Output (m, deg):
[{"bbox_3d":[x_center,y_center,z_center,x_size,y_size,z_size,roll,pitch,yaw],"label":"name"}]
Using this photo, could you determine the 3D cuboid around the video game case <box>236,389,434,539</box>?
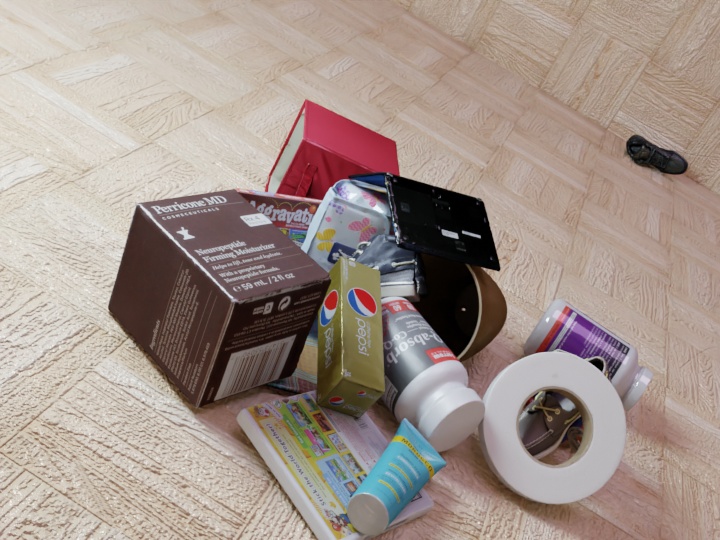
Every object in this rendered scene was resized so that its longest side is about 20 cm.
[{"bbox_3d":[-0.028,0.229,1.175,0.181,0.023,0.200,-7,50,-49],"label":"video game case"}]

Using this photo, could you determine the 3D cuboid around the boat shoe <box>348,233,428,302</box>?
[{"bbox_3d":[0.000,0.000,1.427,0.197,0.094,0.075,-3,-12,11],"label":"boat shoe"}]

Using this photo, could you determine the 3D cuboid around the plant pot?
[{"bbox_3d":[0.144,0.059,1.500,0.186,0.187,0.199,44,20,28],"label":"plant pot"}]

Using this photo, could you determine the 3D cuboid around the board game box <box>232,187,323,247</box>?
[{"bbox_3d":[-0.122,-0.065,1.510,0.198,0.104,0.019,5,22,-39],"label":"board game box"}]

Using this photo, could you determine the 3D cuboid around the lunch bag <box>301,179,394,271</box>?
[{"bbox_3d":[0.001,-0.038,1.509,0.198,0.171,0.127,6,30,-40],"label":"lunch bag"}]

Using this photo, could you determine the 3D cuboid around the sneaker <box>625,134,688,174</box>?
[{"bbox_3d":[0.893,-0.340,2.987,0.198,0.077,0.114,32,29,12],"label":"sneaker"}]

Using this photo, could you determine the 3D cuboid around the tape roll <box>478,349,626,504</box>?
[{"bbox_3d":[0.258,0.211,1.329,0.201,0.204,0.037,30,-13,2],"label":"tape roll"}]

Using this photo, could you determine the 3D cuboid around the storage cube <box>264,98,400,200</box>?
[{"bbox_3d":[-0.050,-0.148,1.648,0.178,0.172,0.201,23,27,-15],"label":"storage cube"}]

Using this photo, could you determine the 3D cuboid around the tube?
[{"bbox_3d":[0.045,0.243,1.165,0.078,0.050,0.200,51,27,3],"label":"tube"}]

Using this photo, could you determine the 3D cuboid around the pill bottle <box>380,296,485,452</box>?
[{"bbox_3d":[0.075,0.140,1.337,0.115,0.117,0.200,0,39,-43],"label":"pill bottle"}]

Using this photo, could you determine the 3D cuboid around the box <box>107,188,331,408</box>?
[{"bbox_3d":[-0.176,0.029,1.212,0.200,0.165,0.165,41,34,28],"label":"box"}]

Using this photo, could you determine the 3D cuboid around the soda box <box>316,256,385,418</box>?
[{"bbox_3d":[-0.014,0.084,1.271,0.063,0.068,0.202,20,44,-23],"label":"soda box"}]

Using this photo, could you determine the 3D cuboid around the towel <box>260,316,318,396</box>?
[{"bbox_3d":[-0.081,0.106,1.351,0.145,0.022,0.201,17,30,-21],"label":"towel"}]

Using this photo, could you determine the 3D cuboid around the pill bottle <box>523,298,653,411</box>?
[{"bbox_3d":[0.376,0.143,1.625,0.199,0.113,0.112,35,28,10],"label":"pill bottle"}]

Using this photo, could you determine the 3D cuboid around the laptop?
[{"bbox_3d":[0.089,-0.072,1.436,0.175,0.103,0.202,12,51,-28],"label":"laptop"}]

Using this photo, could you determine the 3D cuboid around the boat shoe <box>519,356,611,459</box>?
[{"bbox_3d":[0.275,0.194,1.389,0.199,0.060,0.072,-34,47,-16],"label":"boat shoe"}]

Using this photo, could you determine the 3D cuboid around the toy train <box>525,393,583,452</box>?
[{"bbox_3d":[0.332,0.240,1.467,0.115,0.085,0.201,29,24,-30],"label":"toy train"}]
